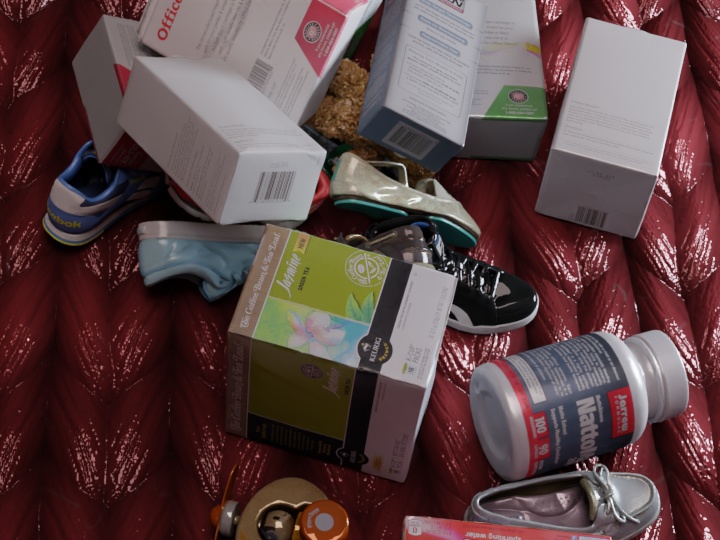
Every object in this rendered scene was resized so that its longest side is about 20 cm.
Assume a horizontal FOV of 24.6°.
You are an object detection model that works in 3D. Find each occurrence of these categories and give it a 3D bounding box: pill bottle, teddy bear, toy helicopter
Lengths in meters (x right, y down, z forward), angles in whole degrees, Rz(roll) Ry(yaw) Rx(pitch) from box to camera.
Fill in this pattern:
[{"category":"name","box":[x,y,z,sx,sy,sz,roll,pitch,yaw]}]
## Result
[{"category":"pill bottle","box":[0.220,0.128,1.650,0.198,0.120,0.120,-15,60,-15]},{"category":"teddy bear","box":[0.005,-0.168,1.776,0.145,0.067,0.200,-42,84,-9]},{"category":"toy helicopter","box":[-0.110,0.273,1.549,0.132,0.079,0.200,36,64,18]}]

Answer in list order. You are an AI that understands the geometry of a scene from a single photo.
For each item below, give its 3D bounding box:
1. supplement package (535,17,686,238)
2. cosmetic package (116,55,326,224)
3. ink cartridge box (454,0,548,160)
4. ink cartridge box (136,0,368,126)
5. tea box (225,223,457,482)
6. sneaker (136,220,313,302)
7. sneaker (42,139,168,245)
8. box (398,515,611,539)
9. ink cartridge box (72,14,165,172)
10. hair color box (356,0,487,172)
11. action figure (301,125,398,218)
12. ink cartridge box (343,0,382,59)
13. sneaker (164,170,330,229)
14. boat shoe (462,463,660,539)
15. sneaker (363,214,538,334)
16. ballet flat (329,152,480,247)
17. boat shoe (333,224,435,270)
[{"category":"supplement package","box":[0.281,-0.160,1.844,0.120,0.120,0.201,15,57,6]},{"category":"cosmetic package","box":[-0.138,-0.131,1.606,0.112,0.082,0.200,-3,34,-40]},{"category":"ink cartridge box","box":[0.131,-0.232,1.895,0.144,0.088,0.202,1,59,-6]},{"category":"ink cartridge box","box":[-0.114,-0.260,1.705,0.199,0.146,0.085,31,27,5]},{"category":"tea box","box":[-0.023,0.084,1.605,0.195,0.201,0.135,15,57,3]},{"category":"sneaker","box":[-0.138,-0.006,1.742,0.198,0.074,0.083,3,85,-9]},{"category":"sneaker","box":[-0.259,-0.110,1.776,0.074,0.083,0.200,32,54,16]},{"category":"box","box":[0.131,0.303,1.541,0.198,0.095,0.103,5,56,-2]},{"category":"ink cartridge box","box":[-0.195,-0.181,1.782,0.199,0.083,0.146,6,51,-38]},{"category":"hair color box","box":[0.067,-0.213,1.737,0.098,0.061,0.201,25,54,-18]},{"category":"action figure","box":[-0.007,-0.121,1.832,0.118,0.055,0.200,-35,71,-28]},{"category":"ink cartridge box","box":[-0.058,-0.298,1.833,0.083,0.147,0.200,39,29,15]},{"category":"sneaker","box":[-0.116,-0.098,1.735,0.199,0.085,0.078,5,62,-42]},{"category":"boat shoe","box":[0.201,0.232,1.613,0.200,0.065,0.075,-4,57,-8]},{"category":"sneaker","box":[0.095,0.001,1.724,0.198,0.112,0.074,11,58,2]},{"category":"ballet flat","box":[0.055,-0.078,1.749,0.199,0.067,0.063,18,73,-36]},{"category":"boat shoe","box":[0.000,0.000,1.683,0.074,0.199,0.074,13,69,-46]}]
